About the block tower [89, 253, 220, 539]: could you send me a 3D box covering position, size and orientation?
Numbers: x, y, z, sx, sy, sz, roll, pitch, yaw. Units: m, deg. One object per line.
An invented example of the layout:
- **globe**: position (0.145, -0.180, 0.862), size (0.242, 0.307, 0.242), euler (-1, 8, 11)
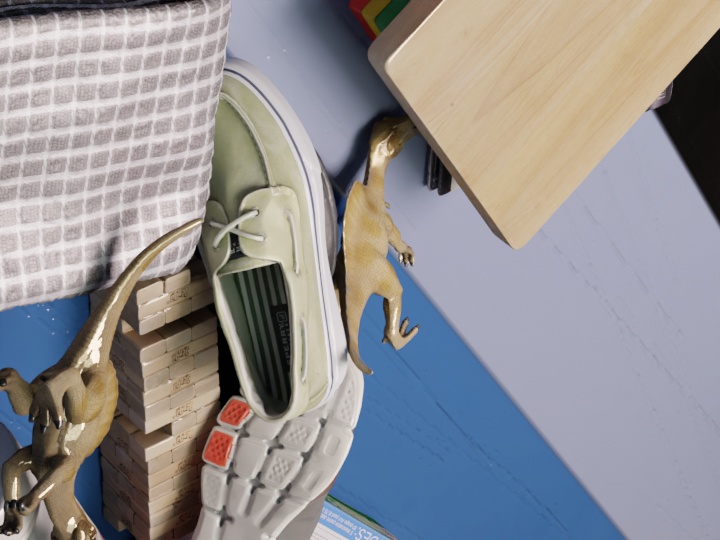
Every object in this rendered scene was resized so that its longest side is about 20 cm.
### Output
- **block tower**: position (-0.116, 0.071, 1.286), size (0.054, 0.058, 0.201), euler (-24, 134, -30)

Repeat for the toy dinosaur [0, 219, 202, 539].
- **toy dinosaur**: position (-0.147, 0.063, 1.126), size (0.101, 0.058, 0.201), euler (-11, 120, -63)

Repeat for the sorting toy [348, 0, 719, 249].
- **sorting toy**: position (0.099, -0.148, 1.297), size (0.200, 0.070, 0.199), euler (-48, 140, -6)

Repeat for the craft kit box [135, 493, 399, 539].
- **craft kit box**: position (-0.085, 0.220, 1.439), size (0.198, 0.048, 0.200), euler (-54, 142, -2)

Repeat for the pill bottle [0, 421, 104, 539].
- **pill bottle**: position (-0.194, 0.171, 1.238), size (0.114, 0.114, 0.200), euler (-41, 140, -14)

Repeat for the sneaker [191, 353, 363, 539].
- **sneaker**: position (-0.054, 0.129, 1.312), size (0.201, 0.077, 0.082), euler (-62, 167, 12)

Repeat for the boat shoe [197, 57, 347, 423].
- **boat shoe**: position (-0.053, -0.015, 1.210), size (0.062, 0.072, 0.201), euler (-43, 117, -68)

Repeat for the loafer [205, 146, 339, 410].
- **loafer**: position (-0.059, 0.012, 1.287), size (0.070, 0.068, 0.202), euler (-24, 136, -39)

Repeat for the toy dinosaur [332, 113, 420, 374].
- **toy dinosaur**: position (0.000, 0.000, 1.306), size (0.101, 0.058, 0.201), euler (76, 19, -51)

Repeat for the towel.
- **towel**: position (-0.160, -0.067, 1.114), size (0.199, 0.085, 0.167), euler (-14, 127, -37)

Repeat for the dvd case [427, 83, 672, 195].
- **dvd case**: position (0.125, -0.141, 1.394), size (0.199, 0.016, 0.150), euler (-23, 133, -31)
